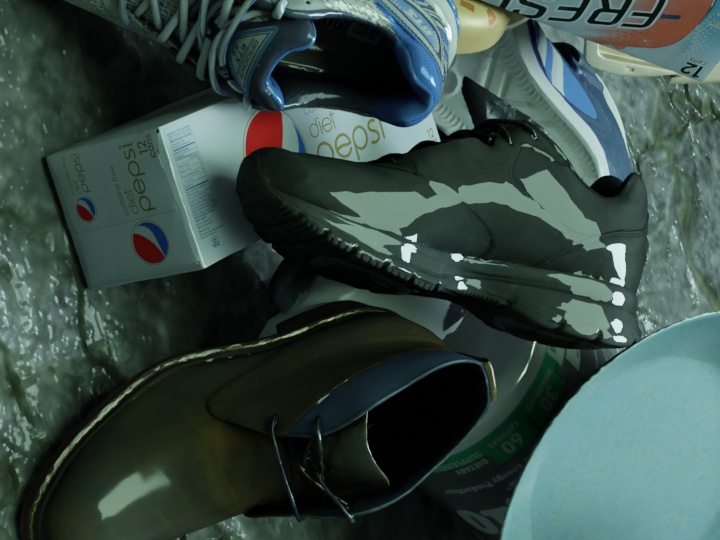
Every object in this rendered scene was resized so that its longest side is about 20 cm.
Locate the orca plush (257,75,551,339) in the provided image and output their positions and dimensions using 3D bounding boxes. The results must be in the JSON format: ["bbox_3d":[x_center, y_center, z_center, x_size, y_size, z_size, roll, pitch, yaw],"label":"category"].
[{"bbox_3d":[0.000,0.000,1.164,0.105,0.071,0.200,29,90,-30],"label":"orca plush"}]

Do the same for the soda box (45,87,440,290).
[{"bbox_3d":[-0.047,-0.054,1.143,0.200,0.068,0.064,-28,104,-53],"label":"soda box"}]

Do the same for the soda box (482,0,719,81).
[{"bbox_3d":[0.085,-0.157,1.152,0.200,0.064,0.068,18,47,-19],"label":"soda box"}]

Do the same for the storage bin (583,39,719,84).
[{"bbox_3d":[0.140,-0.219,1.295,0.200,0.094,0.199,-110,-159,-64],"label":"storage bin"}]

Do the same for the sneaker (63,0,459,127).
[{"bbox_3d":[-0.050,-0.112,1.075,0.200,0.077,0.085,14,36,-12],"label":"sneaker"}]

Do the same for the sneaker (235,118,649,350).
[{"bbox_3d":[0.038,-0.027,1.092,0.200,0.076,0.091,17,83,-30],"label":"sneaker"}]

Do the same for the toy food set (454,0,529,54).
[{"bbox_3d":[0.012,-0.191,1.213,0.198,0.049,0.200,43,45,5],"label":"toy food set"}]

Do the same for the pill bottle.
[{"bbox_3d":[0.089,0.084,1.254,0.200,0.113,0.113,41,50,-41],"label":"pill bottle"}]

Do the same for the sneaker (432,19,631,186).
[{"bbox_3d":[0.069,-0.107,1.330,0.200,0.081,0.146,55,13,0],"label":"sneaker"}]

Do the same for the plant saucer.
[{"bbox_3d":[0.138,0.101,1.195,0.201,0.039,0.201,-16,124,-26],"label":"plant saucer"}]

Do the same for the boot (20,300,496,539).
[{"bbox_3d":[-0.039,0.070,1.049,0.200,0.097,0.075,-30,112,-28],"label":"boot"}]
